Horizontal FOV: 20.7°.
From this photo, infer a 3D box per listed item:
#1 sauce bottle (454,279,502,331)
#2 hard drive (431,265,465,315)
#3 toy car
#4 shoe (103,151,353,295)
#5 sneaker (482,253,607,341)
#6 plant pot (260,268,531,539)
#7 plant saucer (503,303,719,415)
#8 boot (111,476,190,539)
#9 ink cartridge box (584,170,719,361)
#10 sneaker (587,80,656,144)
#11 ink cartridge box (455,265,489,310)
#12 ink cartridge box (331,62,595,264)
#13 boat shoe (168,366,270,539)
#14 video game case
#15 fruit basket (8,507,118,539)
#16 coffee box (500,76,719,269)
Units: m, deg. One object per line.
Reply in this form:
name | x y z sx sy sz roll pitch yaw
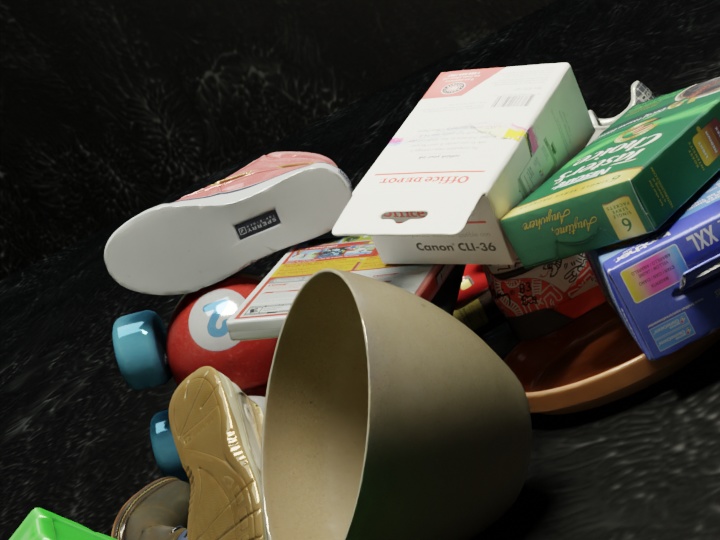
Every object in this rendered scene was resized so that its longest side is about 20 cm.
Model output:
sauce bottle | 0.090 0.023 1.702 0.200 0.065 0.065 -27 12 -2
hard drive | 0.038 0.069 1.478 0.200 0.033 0.140 -67 -3 -68
toy car | -0.087 0.114 1.507 0.184 0.177 0.200 -15 26 7
shoe | -0.103 -0.039 1.549 0.199 0.072 0.091 -19 13 -1
sneaker | 0.182 -0.039 1.482 0.201 0.108 0.067 -29 12 -2
plant pot | 0.030 0.105 1.257 0.134 0.201 0.200 7 -1 -21
plant saucer | 0.192 0.050 1.427 0.200 0.032 0.200 -28 12 6
boot | -0.132 0.213 1.410 0.097 0.075 0.200 -12 28 24
ink cartridge box | 0.232 -0.013 1.348 0.136 0.077 0.200 -28 13 4
sneaker | 0.159 -0.077 1.584 0.200 0.081 0.076 -28 13 10
ink cartridge box | 0.170 -0.001 1.601 0.200 0.067 0.116 -28 11 2
ink cartridge box | 0.076 -0.066 1.429 0.116 0.068 0.200 0 39 35
boat shoe | -0.078 0.158 1.366 0.074 0.069 0.200 -36 48 27
video game case | 0.000 0.000 1.465 0.143 0.018 0.200 -5 21 21
fruit basket | -0.141 0.251 1.045 0.215 0.216 0.155 -30 11 -7
coffee box | 0.199 -0.075 1.386 0.123 0.044 0.200 -16 17 46
